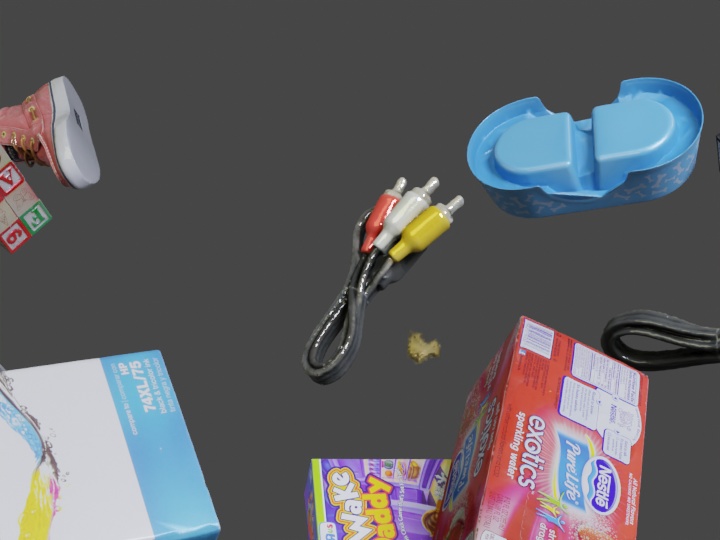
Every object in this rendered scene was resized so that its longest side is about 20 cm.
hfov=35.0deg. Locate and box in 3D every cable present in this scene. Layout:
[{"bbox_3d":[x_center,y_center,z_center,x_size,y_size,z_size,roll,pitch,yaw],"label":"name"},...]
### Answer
[{"bbox_3d":[0.000,0.000,0.963,0.097,0.050,0.200,20,60,42],"label":"cable"},{"bbox_3d":[0.275,0.044,0.810,0.199,0.097,0.050,-14,31,40],"label":"cable"}]

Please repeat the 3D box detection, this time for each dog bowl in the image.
[{"bbox_3d":[0.193,-0.101,0.979,0.198,0.050,0.112,-8,48,17],"label":"dog bowl"}]

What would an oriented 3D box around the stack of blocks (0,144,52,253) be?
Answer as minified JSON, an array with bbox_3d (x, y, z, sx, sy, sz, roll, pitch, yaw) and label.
[{"bbox_3d":[-0.425,-0.110,1.215,0.059,0.116,0.199,-44,47,-18],"label":"stack of blocks"}]

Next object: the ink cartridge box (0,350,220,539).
[{"bbox_3d":[-0.219,0.164,0.753,0.198,0.147,0.147,-6,52,-28],"label":"ink cartridge box"}]

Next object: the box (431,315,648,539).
[{"bbox_3d":[0.111,0.140,0.717,0.099,0.096,0.201,24,42,-3],"label":"box"}]

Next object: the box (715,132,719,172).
[{"bbox_3d":[0.405,-0.074,0.861,0.199,0.050,0.199,-25,46,1],"label":"box"}]

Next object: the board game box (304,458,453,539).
[{"bbox_3d":[0.038,0.216,0.729,0.133,0.045,0.201,1,46,-10],"label":"board game box"}]

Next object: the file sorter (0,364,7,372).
[{"bbox_3d":[-0.353,0.163,0.932,0.138,0.125,0.201,-23,45,2],"label":"file sorter"}]

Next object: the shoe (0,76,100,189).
[{"bbox_3d":[-0.342,-0.134,1.236,0.090,0.072,0.201,-27,40,1],"label":"shoe"}]
